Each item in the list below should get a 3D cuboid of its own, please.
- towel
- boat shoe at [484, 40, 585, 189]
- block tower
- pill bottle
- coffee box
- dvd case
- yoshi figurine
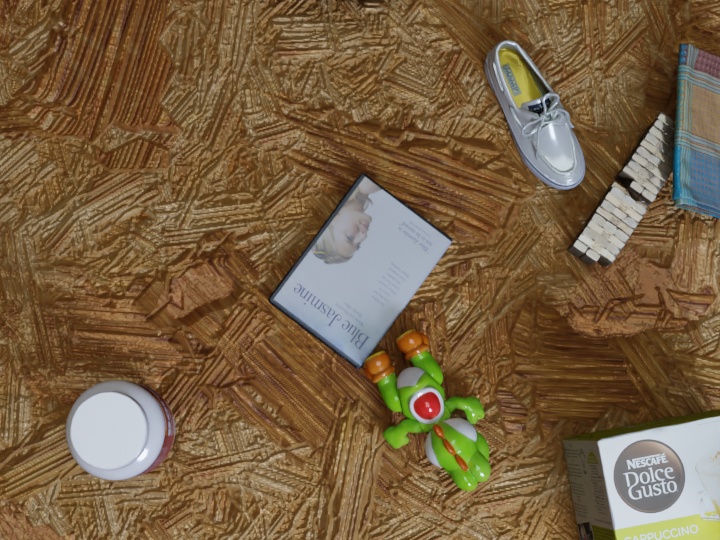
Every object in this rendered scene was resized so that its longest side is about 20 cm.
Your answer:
[{"bbox_3d":[0.436,-0.166,1.727,0.146,0.022,0.202,10,81,-39],"label":"towel"},{"bbox_3d":[0.220,-0.196,1.727,0.074,0.086,0.203,-25,85,-5],"label":"boat shoe"},{"bbox_3d":[0.334,-0.095,1.738,0.054,0.058,0.201,34,85,2],"label":"block tower"},{"bbox_3d":[-0.275,0.183,1.607,0.111,0.200,0.113,0,84,-3],"label":"pill bottle"},{"bbox_3d":[0.364,0.272,1.624,0.198,0.200,0.199,-10,84,-4],"label":"coffee box"},{"bbox_3d":[0.000,0.000,1.731,0.142,0.018,0.201,36,84,1],"label":"dvd case"},{"bbox_3d":[0.091,0.178,1.692,0.112,0.112,0.201,-15,65,-43],"label":"yoshi figurine"}]
